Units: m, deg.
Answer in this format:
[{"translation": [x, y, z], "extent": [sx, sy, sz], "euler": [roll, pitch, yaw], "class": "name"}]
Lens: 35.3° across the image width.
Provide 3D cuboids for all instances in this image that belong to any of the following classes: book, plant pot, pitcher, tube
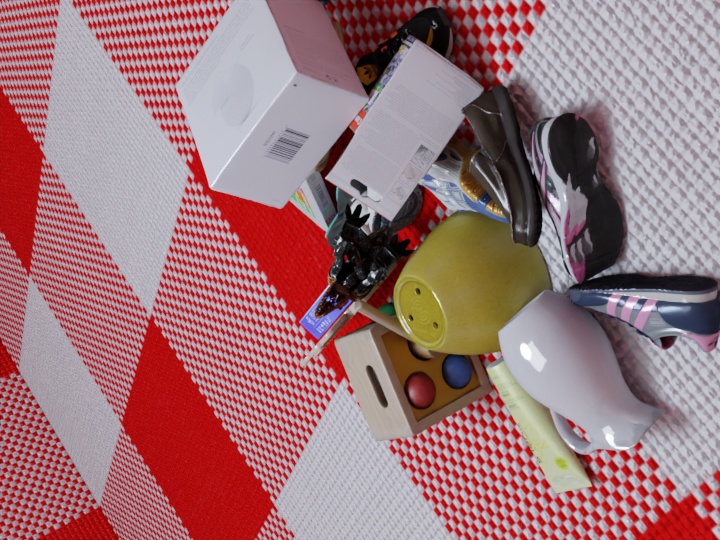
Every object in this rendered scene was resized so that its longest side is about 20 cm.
[{"translation": [-0.094, -0.143, 1.688], "extent": [0.134, 0.048, 0.200], "euler": [45, 172, 22], "class": "book"}, {"translation": [0.128, 0.030, 1.472], "extent": [0.200, 0.141, 0.201], "euler": [32, 134, 40], "class": "plant pot"}, {"translation": [0.252, 0.134, 1.392], "extent": [0.200, 0.121, 0.172], "euler": [50, 148, 4], "class": "pitcher"}, {"translation": [0.238, 0.206, 1.515], "extent": [0.201, 0.052, 0.058], "euler": [61, -173, -1], "class": "tube"}]

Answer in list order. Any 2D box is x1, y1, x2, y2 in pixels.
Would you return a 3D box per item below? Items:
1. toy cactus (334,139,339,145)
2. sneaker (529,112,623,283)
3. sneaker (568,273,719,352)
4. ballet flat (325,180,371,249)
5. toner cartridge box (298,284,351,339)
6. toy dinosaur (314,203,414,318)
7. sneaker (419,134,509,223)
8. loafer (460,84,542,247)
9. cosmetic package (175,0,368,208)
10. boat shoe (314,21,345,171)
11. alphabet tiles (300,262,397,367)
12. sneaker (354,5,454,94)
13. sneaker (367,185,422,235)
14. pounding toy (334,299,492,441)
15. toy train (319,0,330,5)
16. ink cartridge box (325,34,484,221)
[{"translation": [-0.054, -0.254, 1.624], "extent": [0.199, 0.102, 0.167], "euler": [-5, 87, 58], "class": "toy cactus"}, {"translation": [0.245, -0.089, 1.314], "extent": [0.086, 0.080, 0.202], "euler": [-145, 41, -68], "class": "sneaker"}, {"translation": [0.317, 0.050, 1.281], "extent": [0.199, 0.070, 0.083], "euler": [5, 111, 55], "class": "sneaker"}, {"translation": [-0.002, -0.087, 1.663], "extent": [0.068, 0.068, 0.200], "euler": [43, 152, 16], "class": "ballet flat"}, {"translation": [-0.023, 0.027, 1.706], "extent": [0.043, 0.095, 0.200], "euler": [41, 149, 0], "class": "toner cartridge box"}, {"translation": [0.000, 0.000, 1.500], "extent": [0.101, 0.201, 0.136], "euler": [20, 136, -10], "class": "toy dinosaur"}, {"translation": [0.143, -0.109, 1.448], "extent": [0.200, 0.075, 0.089], "euler": [41, 157, 36], "class": "sneaker"}, {"translation": [0.167, -0.118, 1.349], "extent": [0.073, 0.071, 0.202], "euler": [39, -142, -69], "class": "loafer"}, {"translation": [-0.117, -0.226, 1.439], "extent": [0.200, 0.122, 0.201], "euler": [-48, 48, 29], "class": "cosmetic package"}, {"translation": [-0.062, -0.236, 1.510], "extent": [0.073, 0.062, 0.202], "euler": [173, 105, -74], "class": "boat shoe"}, {"translation": [-0.012, 0.058, 1.650], "extent": [0.015, 0.196, 0.200], "euler": [41, 144, 0], "class": "alphabet tiles"}, {"translation": [0.043, -0.265, 1.457], "extent": [0.070, 0.090, 0.200], "euler": [62, 147, 5], "class": "sneaker"}, {"translation": [0.042, -0.137, 1.574], "extent": [0.087, 0.074, 0.201], "euler": [53, 143, 45], "class": "sneaker"}, {"translation": [0.066, 0.115, 1.574], "extent": [0.142, 0.183, 0.201], "euler": [-20, 93, 56], "class": "pounding toy"}, {"translation": [-0.087, -0.394, 1.541], "extent": [0.199, 0.113, 0.086], "euler": [-12, 100, 56], "class": "toy train"}, {"translation": [0.050, -0.174, 1.394], "extent": [0.201, 0.109, 0.050], "euler": [-55, 20, 9], "class": "ink cartridge box"}]
